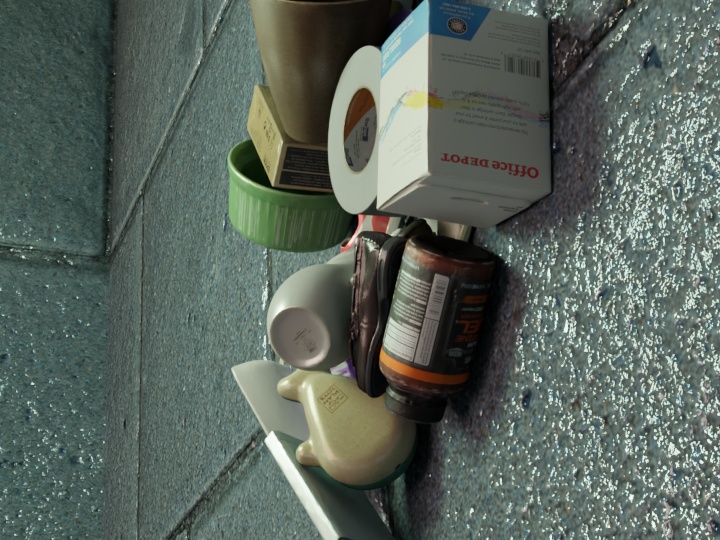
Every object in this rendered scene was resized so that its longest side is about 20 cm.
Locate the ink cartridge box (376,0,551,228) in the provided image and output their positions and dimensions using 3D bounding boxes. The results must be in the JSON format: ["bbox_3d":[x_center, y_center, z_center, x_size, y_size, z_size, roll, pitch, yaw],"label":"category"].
[{"bbox_3d":[0.110,-0.166,1.488,0.145,0.146,0.202,147,128,-64],"label":"ink cartridge box"}]

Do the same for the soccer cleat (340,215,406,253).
[{"bbox_3d":[0.000,0.000,1.811,0.068,0.073,0.201,-64,-7,-66],"label":"soccer cleat"}]

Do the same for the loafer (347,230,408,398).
[{"bbox_3d":[0.016,0.048,1.596,0.063,0.072,0.201,21,116,31],"label":"loafer"}]

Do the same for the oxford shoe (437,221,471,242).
[{"bbox_3d":[0.103,-0.109,1.619,0.075,0.057,0.202,-176,91,-66],"label":"oxford shoe"}]

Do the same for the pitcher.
[{"bbox_3d":[-0.022,0.029,1.680,0.172,0.121,0.200,-46,0,29],"label":"pitcher"}]

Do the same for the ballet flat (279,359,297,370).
[{"bbox_3d":[-0.081,0.125,2.006,0.068,0.075,0.202,176,101,-71],"label":"ballet flat"}]

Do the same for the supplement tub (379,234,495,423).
[{"bbox_3d":[0.082,0.067,1.545,0.107,0.106,0.201,-134,53,-64],"label":"supplement tub"}]

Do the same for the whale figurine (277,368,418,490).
[{"bbox_3d":[-0.014,0.188,1.697,0.200,0.159,0.104,38,166,34],"label":"whale figurine"}]

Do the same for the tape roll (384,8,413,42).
[{"bbox_3d":[0.068,-0.227,1.743,0.200,0.065,0.202,-174,90,-69],"label":"tape roll"}]

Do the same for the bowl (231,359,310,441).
[{"bbox_3d":[-0.093,0.217,1.886,0.201,0.074,0.200,60,175,20],"label":"bowl"}]

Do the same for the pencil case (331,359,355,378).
[{"bbox_3d":[-0.020,0.170,1.830,0.086,0.084,0.200,-46,35,18],"label":"pencil case"}]

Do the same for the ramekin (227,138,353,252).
[{"bbox_3d":[-0.097,-0.108,1.969,0.200,0.199,0.098,-116,31,-56],"label":"ramekin"}]

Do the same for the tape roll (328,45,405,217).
[{"bbox_3d":[0.027,-0.166,1.646,0.200,0.066,0.202,-176,90,-66],"label":"tape roll"}]

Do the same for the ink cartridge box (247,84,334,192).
[{"bbox_3d":[-0.060,-0.184,1.927,0.200,0.164,0.076,-116,36,-57],"label":"ink cartridge box"}]

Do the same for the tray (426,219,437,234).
[{"bbox_3d":[0.060,0.023,1.738,0.108,0.022,0.201,-101,27,-43],"label":"tray"}]

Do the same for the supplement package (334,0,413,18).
[{"bbox_3d":[-0.006,-0.330,1.904,0.110,0.113,0.201,-133,53,-66],"label":"supplement package"}]

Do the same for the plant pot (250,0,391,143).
[{"bbox_3d":[-0.051,-0.274,1.772,0.187,0.186,0.201,-122,29,-60],"label":"plant pot"}]

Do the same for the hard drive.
[{"bbox_3d":[-0.030,0.284,1.686,0.027,0.132,0.200,-50,42,11],"label":"hard drive"}]

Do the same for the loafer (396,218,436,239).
[{"bbox_3d":[0.069,0.026,1.643,0.071,0.073,0.201,31,137,27],"label":"loafer"}]
